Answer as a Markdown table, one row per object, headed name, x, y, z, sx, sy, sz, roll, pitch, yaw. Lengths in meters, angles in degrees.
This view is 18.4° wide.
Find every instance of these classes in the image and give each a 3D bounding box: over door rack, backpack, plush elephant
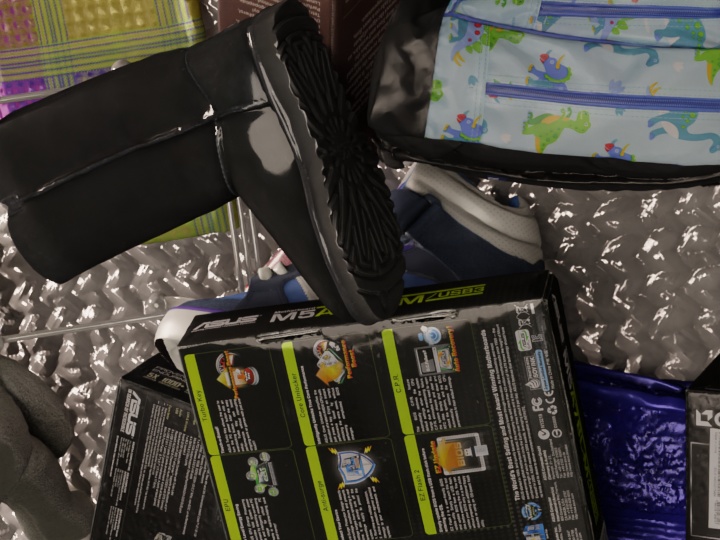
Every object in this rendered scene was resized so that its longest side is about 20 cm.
| name | x | y | z | sx | sy | sz | roll | pitch | yaw |
| --- | --- | --- | --- | --- | --- | --- | --- | --- | --- |
| over door rack | -0.145 | -0.038 | 1.230 | 0.200 | 0.067 | 0.148 | -10 | 100 | -12 |
| backpack | 0.120 | -0.099 | 1.112 | 0.200 | 0.163 | 0.154 | 19 | 96 | 9 |
| plush elephant | -0.263 | 0.074 | 1.322 | 0.164 | 0.155 | 0.200 | -18 | 139 | -12 |

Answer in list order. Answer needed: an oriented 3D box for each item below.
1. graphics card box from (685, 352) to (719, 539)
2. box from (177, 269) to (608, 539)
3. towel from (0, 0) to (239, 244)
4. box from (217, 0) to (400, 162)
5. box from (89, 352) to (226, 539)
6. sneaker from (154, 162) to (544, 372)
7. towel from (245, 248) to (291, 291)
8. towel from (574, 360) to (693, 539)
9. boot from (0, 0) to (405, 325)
| name | x | y | z | sx | sy | sz | roll | pitch | yaw |
| --- | --- | --- | --- | --- | --- | --- | --- | --- | --- |
| graphics card box | 0.207 | 0.139 | 1.153 | 0.051 | 0.125 | 0.200 | 3 | 105 | 25 |
| box | 0.022 | 0.108 | 1.141 | 0.193 | 0.048 | 0.200 | -8 | 110 | 16 |
| towel | -0.148 | -0.112 | 1.286 | 0.143 | 0.023 | 0.200 | -7 | 102 | 23 |
| box | -0.020 | -0.138 | 1.142 | 0.075 | 0.100 | 0.200 | 20 | 135 | 20 |
| box | -0.066 | 0.163 | 1.267 | 0.164 | 0.086 | 0.200 | 19 | 111 | 18 |
| sneaker | 0.000 | 0.000 | 1.209 | 0.200 | 0.081 | 0.147 | 8 | 64 | 12 |
| towel | -0.043 | 0.088 | 1.298 | 0.144 | 0.023 | 0.200 | 46 | 116 | 6 |
| towel | 0.126 | 0.149 | 1.231 | 0.147 | 0.050 | 0.200 | 9 | 107 | 20 |
| boot | -0.089 | -0.029 | 1.119 | 0.200 | 0.066 | 0.165 | -19 | 90 | 29 |
